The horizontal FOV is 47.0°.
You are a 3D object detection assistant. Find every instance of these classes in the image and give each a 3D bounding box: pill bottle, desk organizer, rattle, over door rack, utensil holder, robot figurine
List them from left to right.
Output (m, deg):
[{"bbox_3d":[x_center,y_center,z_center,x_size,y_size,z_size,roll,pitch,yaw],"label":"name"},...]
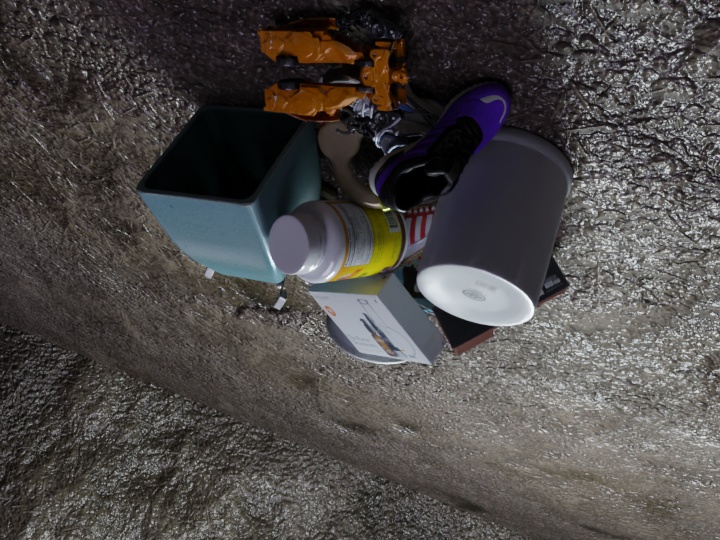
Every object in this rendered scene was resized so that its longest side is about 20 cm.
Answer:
[{"bbox_3d":[-0.199,-0.008,1.486,0.146,0.201,0.067,24,117,-11],"label":"over door rack"},{"bbox_3d":[-0.027,-0.236,0.975,0.197,0.058,0.148,9,115,25],"label":"robot figurine"},{"bbox_3d":[-0.030,-0.042,1.142,0.108,0.112,0.198,-3,-177,41],"label":"pill bottle"},{"bbox_3d":[0.004,-0.183,1.146,0.199,0.143,0.131,36,123,2],"label":"rattle"},{"bbox_3d":[0.172,-0.053,1.071,0.167,0.203,0.171,17,157,7],"label":"utensil holder"},{"bbox_3d":[0.214,0.050,1.267,0.198,0.073,0.077,-28,160,1],"label":"desk organizer"}]

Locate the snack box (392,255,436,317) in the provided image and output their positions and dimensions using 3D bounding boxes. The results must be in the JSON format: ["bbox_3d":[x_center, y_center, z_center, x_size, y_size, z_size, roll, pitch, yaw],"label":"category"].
[{"bbox_3d":[0.095,-0.006,1.330,0.198,0.118,0.037,26,169,-14],"label":"snack box"}]

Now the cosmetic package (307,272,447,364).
[{"bbox_3d":[0.023,0.071,1.299,0.151,0.052,0.199,53,154,-22],"label":"cosmetic package"}]

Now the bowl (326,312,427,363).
[{"bbox_3d":[0.039,0.067,1.490,0.198,0.202,0.092,16,126,9],"label":"bowl"}]

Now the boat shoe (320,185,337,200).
[{"bbox_3d":[-0.087,-0.077,1.392,0.071,0.067,0.201,22,156,-5],"label":"boat shoe"}]

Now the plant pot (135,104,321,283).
[{"bbox_3d":[-0.165,-0.096,1.201,0.193,0.197,0.202,9,140,24],"label":"plant pot"}]

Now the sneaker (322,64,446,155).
[{"bbox_3d":[0.039,-0.190,1.032,0.197,0.086,0.077,24,156,-6],"label":"sneaker"}]

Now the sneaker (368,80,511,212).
[{"bbox_3d":[0.104,-0.135,0.968,0.070,0.199,0.100,46,-170,-26],"label":"sneaker"}]

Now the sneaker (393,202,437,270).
[{"bbox_3d":[0.082,-0.086,1.233,0.199,0.071,0.114,-32,85,26],"label":"sneaker"}]
